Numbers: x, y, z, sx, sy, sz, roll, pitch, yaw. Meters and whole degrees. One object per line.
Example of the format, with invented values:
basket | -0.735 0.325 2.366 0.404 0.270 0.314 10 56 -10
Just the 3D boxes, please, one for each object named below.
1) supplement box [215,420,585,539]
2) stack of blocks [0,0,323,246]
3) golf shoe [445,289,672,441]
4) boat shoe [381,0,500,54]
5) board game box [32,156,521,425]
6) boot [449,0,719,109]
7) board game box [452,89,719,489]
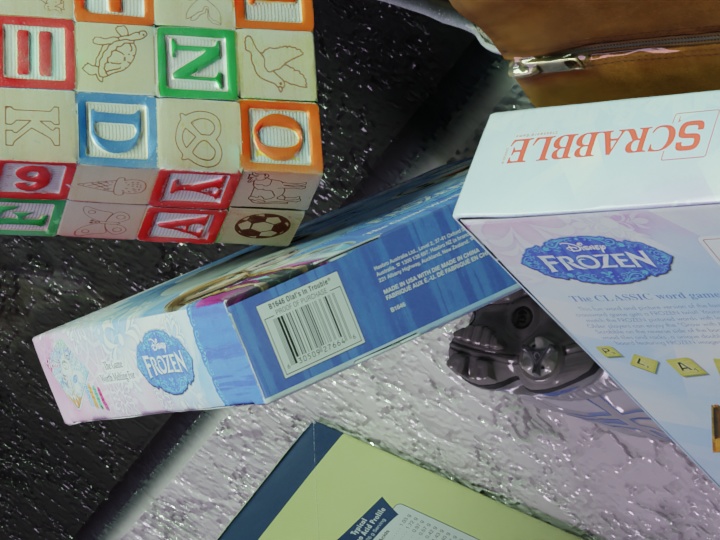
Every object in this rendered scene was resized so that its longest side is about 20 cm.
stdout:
supplement box | 0.012 0.217 1.385 0.200 0.200 0.134 22 148 30
stack of blocks | -0.080 -0.112 1.002 0.115 0.200 0.059 2 154 -14
golf shoe | 0.137 0.039 1.131 0.200 0.078 0.097 15 170 36
boat shoe | 0.033 -0.095 0.844 0.202 0.065 0.074 25 152 -33
board game box | 0.000 0.000 1.051 0.199 0.200 0.043 -14 99 64
boot | 0.145 -0.046 0.782 0.200 0.069 0.188 -13 141 32
board game box | 0.162 0.017 0.805 0.200 0.041 0.200 -3 146 39
